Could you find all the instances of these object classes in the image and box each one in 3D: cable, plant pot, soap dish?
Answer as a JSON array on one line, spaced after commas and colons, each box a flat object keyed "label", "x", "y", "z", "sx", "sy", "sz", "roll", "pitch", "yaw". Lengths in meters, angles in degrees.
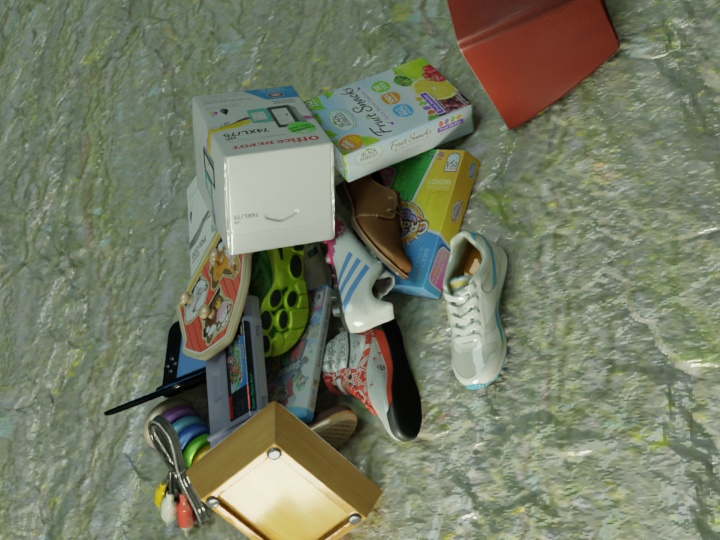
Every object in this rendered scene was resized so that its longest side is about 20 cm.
[{"label": "cable", "x": -0.258, "y": 0.292, "z": 1.662, "sx": 0.097, "sy": 0.200, "sz": 0.050, "roll": 33, "pitch": 54, "yaw": 33}, {"label": "plant pot", "x": 0.223, "y": -0.338, "z": 1.559, "sx": 0.176, "sy": 0.200, "sz": 0.200, "roll": -20, "pitch": 57, "yaw": 17}, {"label": "soap dish", "x": -0.095, "y": 0.274, "z": 1.501, "sx": 0.157, "sy": 0.200, "sz": 0.081, "roll": -39, "pitch": 25, "yaw": 18}]

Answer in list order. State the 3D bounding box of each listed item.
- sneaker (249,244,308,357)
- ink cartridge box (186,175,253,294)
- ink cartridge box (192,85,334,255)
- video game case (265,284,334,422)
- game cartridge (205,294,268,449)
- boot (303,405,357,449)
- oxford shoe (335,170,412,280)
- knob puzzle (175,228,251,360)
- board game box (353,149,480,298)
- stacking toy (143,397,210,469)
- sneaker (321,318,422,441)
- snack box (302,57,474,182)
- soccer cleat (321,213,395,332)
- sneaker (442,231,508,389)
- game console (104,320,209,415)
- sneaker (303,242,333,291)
[{"label": "sneaker", "x": -0.115, "y": 0.027, "z": 1.654, "sx": 0.084, "sy": 0.074, "sz": 0.200, "roll": -36, "pitch": 46, "yaw": 57}, {"label": "ink cartridge box", "x": -0.195, "y": -0.072, "z": 1.802, "sx": 0.146, "sy": 0.085, "sz": 0.200, "roll": -48, "pitch": 43, "yaw": 47}, {"label": "ink cartridge box", "x": -0.132, "y": -0.138, "z": 1.614, "sx": 0.200, "sy": 0.146, "sz": 0.146, "roll": -123, "pitch": 29, "yaw": -54}, {"label": "video game case", "x": -0.107, "y": 0.124, "z": 1.639, "sx": 0.143, "sy": 0.018, "sz": 0.200, "roll": -18, "pitch": 50, "yaw": 36}, {"label": "game cartridge", "x": -0.167, "y": 0.145, "z": 1.596, "sx": 0.130, "sy": 0.038, "sz": 0.200, "roll": -38, "pitch": 53, "yaw": 53}, {"label": "boot", "x": -0.099, "y": 0.180, "z": 1.637, "sx": 0.200, "sy": 0.072, "sz": 0.167, "roll": -32, "pitch": 54, "yaw": 28}, {"label": "oxford shoe", "x": 0.030, "y": -0.069, "z": 1.602, "sx": 0.071, "sy": 0.071, "sz": 0.200, "roll": -37, "pitch": 49, "yaw": 13}, {"label": "knob puzzle", "x": -0.203, "y": 0.033, "z": 1.634, "sx": 0.220, "sy": 0.030, "sz": 0.220, "roll": -38, "pitch": 42, "yaw": 45}, {"label": "board game box", "x": 0.066, "y": -0.068, "z": 1.645, "sx": 0.153, "sy": 0.040, "sz": 0.200, "roll": 6, "pitch": 73, "yaw": 41}, {"label": "stacking toy", "x": -0.223, "y": 0.263, "z": 1.699, "sx": 0.200, "sy": 0.085, "sz": 0.085, "roll": 36, "pitch": 94, "yaw": 39}, {"label": "sneaker", "x": 0.011, "y": 0.153, "z": 1.567, "sx": 0.108, "sy": 0.067, "sz": 0.202, "roll": -32, "pitch": 49, "yaw": 25}, {"label": "snack box", "x": 0.036, "y": -0.211, "z": 1.661, "sx": 0.200, "sy": 0.053, "sz": 0.142, "roll": -23, "pitch": 45, "yaw": -16}, {"label": "soccer cleat", "x": 0.000, "y": 0.000, "z": 1.602, "sx": 0.086, "sy": 0.070, "sz": 0.200, "roll": -13, "pitch": 49, "yaw": 3}, {"label": "sneaker", "x": 0.136, "y": 0.049, "z": 1.504, "sx": 0.076, "sy": 0.081, "sz": 0.200, "roll": -13, "pitch": 63, "yaw": 33}, {"label": "game console", "x": -0.266, "y": 0.122, "z": 1.751, "sx": 0.200, "sy": 0.116, "sz": 0.176, "roll": -22, "pitch": 56, "yaw": 43}, {"label": "sneaker", "x": -0.096, "y": -0.038, "z": 1.728, "sx": 0.070, "sy": 0.093, "sz": 0.200, "roll": -23, "pitch": 56, "yaw": 30}]
